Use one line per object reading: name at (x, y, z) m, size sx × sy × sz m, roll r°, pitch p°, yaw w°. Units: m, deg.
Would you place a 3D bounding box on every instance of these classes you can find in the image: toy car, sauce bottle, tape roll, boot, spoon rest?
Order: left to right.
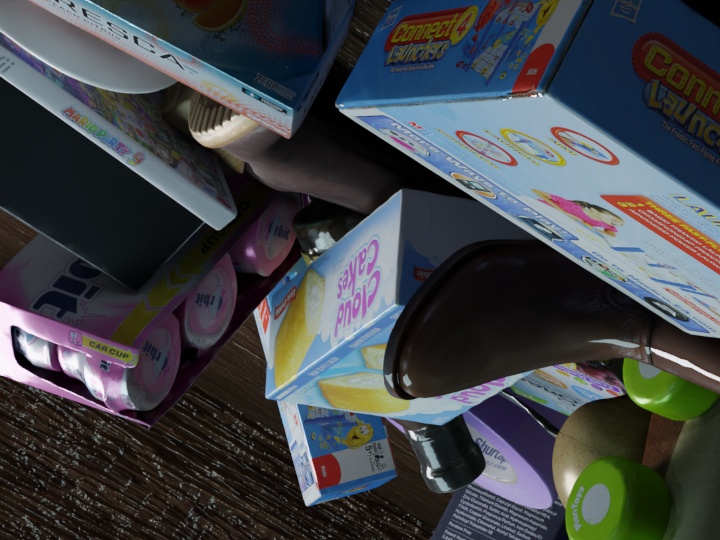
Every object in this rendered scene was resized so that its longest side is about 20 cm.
spoon rest at (-0.168, -0.153, 1.099) m, size 0.200 × 0.099 × 0.061 m, roll 34°, pitch 131°, yaw -6°
boot at (-0.009, -0.069, 1.170) m, size 0.166 × 0.073 × 0.200 m, roll 22°, pitch 175°, yaw -15°
sauce bottle at (0.022, 0.044, 1.394) m, size 0.065 × 0.065 × 0.201 m, roll 14°, pitch 131°, yaw 59°
tape roll at (0.078, 0.094, 1.685) m, size 0.200 × 0.066 × 0.200 m, roll 34°, pitch 165°, yaw 11°
boot at (0.137, 0.038, 1.039) m, size 0.200 × 0.186 × 0.064 m, roll 25°, pitch 132°, yaw 40°
toy car at (0.165, 0.095, 1.250) m, size 0.164 × 0.158 × 0.200 m, roll 22°, pitch 179°, yaw -31°

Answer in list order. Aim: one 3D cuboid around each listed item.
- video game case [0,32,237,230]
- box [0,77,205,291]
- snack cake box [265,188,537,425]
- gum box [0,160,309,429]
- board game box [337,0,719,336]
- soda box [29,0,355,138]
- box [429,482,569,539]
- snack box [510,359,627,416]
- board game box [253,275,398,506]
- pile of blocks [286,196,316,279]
video game case at (-0.151, -0.116, 1.212) m, size 0.200 × 0.018 × 0.143 m, roll 36°, pitch -158°, yaw -42°
box at (-0.186, -0.098, 1.271) m, size 0.200 × 0.079 × 0.141 m, roll 34°, pitch -160°, yaw -34°
snack cake box at (0.035, 0.024, 1.234) m, size 0.115 × 0.067 × 0.200 m, roll 11°, pitch 159°, yaw -19°
gum box at (-0.128, 0.002, 1.351) m, size 0.113 × 0.200 × 0.066 m, roll 17°, pitch 134°, yaw 25°
board game box at (0.116, -0.040, 0.886) m, size 0.200 × 0.056 × 0.196 m, roll 32°, pitch 171°, yaw -21°
soda box at (-0.103, -0.138, 1.025) m, size 0.200 × 0.064 × 0.068 m, roll 28°, pitch 171°, yaw 1°
box at (0.147, 0.211, 1.809) m, size 0.104 × 0.200 × 0.148 m, roll 22°, pitch 171°, yaw 35°
snack box at (0.133, 0.048, 1.393) m, size 0.142 × 0.053 × 0.200 m, roll 24°, pitch 169°, yaw 30°
board game box at (-0.033, 0.059, 1.561) m, size 0.056 × 0.197 × 0.200 m, roll -14°, pitch 174°, yaw -6°
pile of blocks at (0.000, 0.000, 1.439) m, size 0.200 × 0.082 × 0.062 m, roll 29°, pitch 169°, yaw -7°
